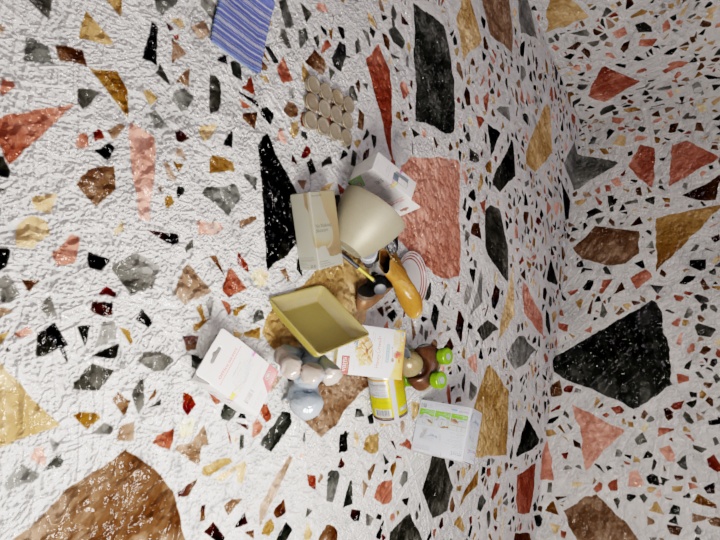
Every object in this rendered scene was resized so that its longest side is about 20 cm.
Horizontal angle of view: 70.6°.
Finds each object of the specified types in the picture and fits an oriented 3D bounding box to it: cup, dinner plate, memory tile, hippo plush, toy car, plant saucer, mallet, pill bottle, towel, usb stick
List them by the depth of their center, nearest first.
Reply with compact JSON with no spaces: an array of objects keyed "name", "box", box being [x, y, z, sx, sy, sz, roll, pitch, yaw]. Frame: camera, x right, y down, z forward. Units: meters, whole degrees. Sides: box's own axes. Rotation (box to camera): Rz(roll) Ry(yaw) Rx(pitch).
[{"name":"towel","box":[-0.270,-0.582,1.185,0.145,0.024,0.200,22,73,-49]},{"name":"hippo plush","box":[-0.150,0.271,1.248,0.159,0.200,0.161,13,104,-24]},{"name":"plant saucer","box":[-0.108,0.133,1.283,0.200,0.200,0.048,-14,142,-51]},{"name":"cup","box":[0.003,-0.119,1.413,0.143,0.200,0.200,-55,133,-9]},{"name":"memory tile","box":[-0.087,-0.443,1.421,0.200,0.017,0.154,10,81,-51]},{"name":"mallet","box":[0.000,0.000,1.454,0.200,0.041,0.066,37,20,-26]},{"name":"pill bottle","box":[0.079,0.351,1.540,0.109,0.109,0.200,-21,106,-50]},{"name":"usb stick","box":[0.096,-0.116,1.566,0.200,0.033,0.056,-83,148,-61]},{"name":"toy car","box":[0.164,0.281,1.627,0.200,0.164,0.158,37,61,-31]},{"name":"dinner plate","box":[0.171,0.034,1.735,0.200,0.024,0.201,0,90,-52]}]

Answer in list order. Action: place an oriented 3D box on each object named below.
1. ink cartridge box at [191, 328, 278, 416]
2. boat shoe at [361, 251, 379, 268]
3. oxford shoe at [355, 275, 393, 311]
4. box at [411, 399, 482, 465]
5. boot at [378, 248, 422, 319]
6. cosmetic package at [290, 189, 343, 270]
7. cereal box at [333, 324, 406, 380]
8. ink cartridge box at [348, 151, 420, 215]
[{"name":"ink cartridge box","box":[-0.283,0.221,1.114,0.200,0.067,0.117,52,51,-39]},{"name":"boat shoe","box":[0.041,-0.096,1.542,0.066,0.070,0.200,81,16,-58]},{"name":"oxford shoe","box":[0.041,0.067,1.551,0.200,0.071,0.071,-27,141,-52]},{"name":"box","box":[0.293,0.549,1.736,0.097,0.200,0.177,35,61,-46]},{"name":"boot","box":[0.111,0.040,1.505,0.144,0.071,0.201,36,31,-53]},{"name":"cosmetic package","box":[-0.113,-0.107,1.335,0.105,0.071,0.200,-19,104,-50]},{"name":"cereal box","box":[0.027,0.231,1.452,0.200,0.040,0.144,9,80,-17]},{"name":"ink cartridge box","box":[0.081,-0.250,1.509,0.200,0.117,0.067,34,60,-27]}]
